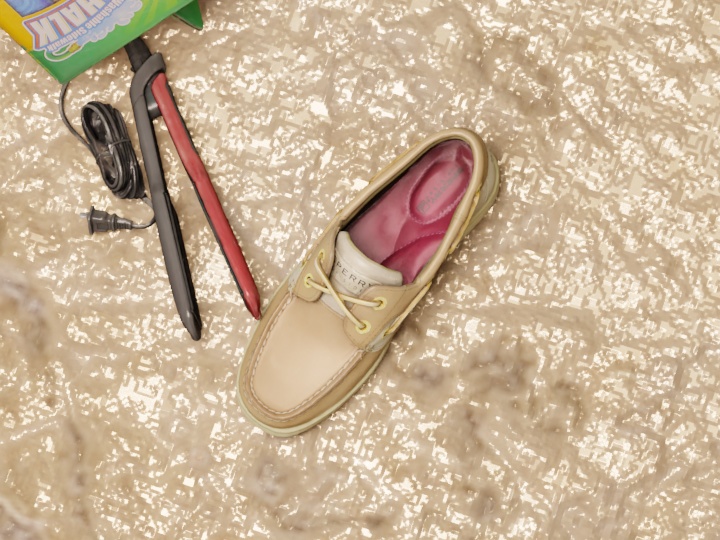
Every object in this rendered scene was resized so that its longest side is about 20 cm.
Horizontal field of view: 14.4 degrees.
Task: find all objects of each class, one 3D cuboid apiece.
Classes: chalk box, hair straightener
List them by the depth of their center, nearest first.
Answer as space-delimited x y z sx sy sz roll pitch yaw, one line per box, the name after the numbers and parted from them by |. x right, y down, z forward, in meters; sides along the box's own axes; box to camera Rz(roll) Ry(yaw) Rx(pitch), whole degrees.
-0.154 -0.198 1.534 0.124 0.200 0.125 -31 45 13 | chalk box
-0.123 -0.051 1.570 0.077 0.041 0.200 -22 75 -2 | hair straightener

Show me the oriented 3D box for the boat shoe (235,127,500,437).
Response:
0.000 0.000 1.541 0.074 0.066 0.200 34 82 10 | boat shoe
